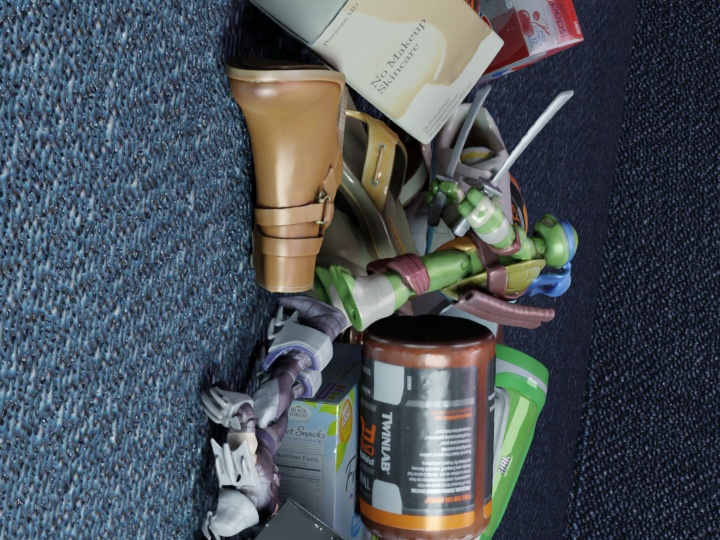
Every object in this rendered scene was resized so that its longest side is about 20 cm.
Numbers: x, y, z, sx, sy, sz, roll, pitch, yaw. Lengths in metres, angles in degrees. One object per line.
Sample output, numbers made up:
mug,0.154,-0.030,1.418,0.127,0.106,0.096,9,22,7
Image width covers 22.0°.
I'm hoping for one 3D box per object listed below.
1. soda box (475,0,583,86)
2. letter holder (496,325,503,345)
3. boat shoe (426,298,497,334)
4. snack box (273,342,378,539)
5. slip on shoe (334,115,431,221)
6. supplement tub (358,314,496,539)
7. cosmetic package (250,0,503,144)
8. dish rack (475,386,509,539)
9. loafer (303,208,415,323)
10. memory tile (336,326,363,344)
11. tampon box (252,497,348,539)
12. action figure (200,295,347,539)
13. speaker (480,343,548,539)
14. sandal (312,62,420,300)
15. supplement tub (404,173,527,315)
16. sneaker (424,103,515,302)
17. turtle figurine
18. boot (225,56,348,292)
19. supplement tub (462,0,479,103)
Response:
soda box,0.109,-0.204,1.634,0.199,0.063,0.071,-14,-86,61
letter holder,0.075,0.151,1.810,0.142,0.099,0.202,63,38,-70
boat shoe,0.042,0.087,1.593,0.201,0.070,0.091,-57,-157,17
snack box,-0.026,0.176,1.487,0.169,0.067,0.202,-41,133,-70
slip on shoe,0.023,-0.075,1.592,0.200,0.075,0.061,-74,161,-65
supplement tub,0.051,0.142,1.432,0.107,0.106,0.202,-35,127,-72
cosmetic package,0.016,-0.180,1.340,0.106,0.071,0.200,-53,149,4
dish rack,0.043,0.187,1.622,0.199,0.043,0.173,-29,-142,50
loafer,0.000,0.000,1.507,0.200,0.075,0.069,44,49,-69
memory tile,0.015,0.020,1.705,0.154,0.017,0.202,73,26,-59
tampon box,-0.032,0.281,1.275,0.150,0.126,0.200,-50,155,-17
action figure,-0.070,0.112,1.291,0.131,0.069,0.201,92,16,-45
speaker,0.103,0.171,1.680,0.089,0.088,0.202,62,48,-66
sandal,0.015,-0.075,1.449,0.202,0.054,0.080,64,24,-5
supplement tub,0.084,-0.028,1.682,0.200,0.121,0.124,-58,151,-63
sneaker,0.088,-0.051,1.495,0.201,0.076,0.081,-98,-170,-47
turtle figurine,0.057,-0.041,1.363,0.144,0.192,0.202,48,-24,51
boot,-0.052,-0.063,1.284,0.200,0.073,0.157,14,86,-74
supplement tub,0.047,-0.213,1.525,0.201,0.106,0.108,77,23,-52
